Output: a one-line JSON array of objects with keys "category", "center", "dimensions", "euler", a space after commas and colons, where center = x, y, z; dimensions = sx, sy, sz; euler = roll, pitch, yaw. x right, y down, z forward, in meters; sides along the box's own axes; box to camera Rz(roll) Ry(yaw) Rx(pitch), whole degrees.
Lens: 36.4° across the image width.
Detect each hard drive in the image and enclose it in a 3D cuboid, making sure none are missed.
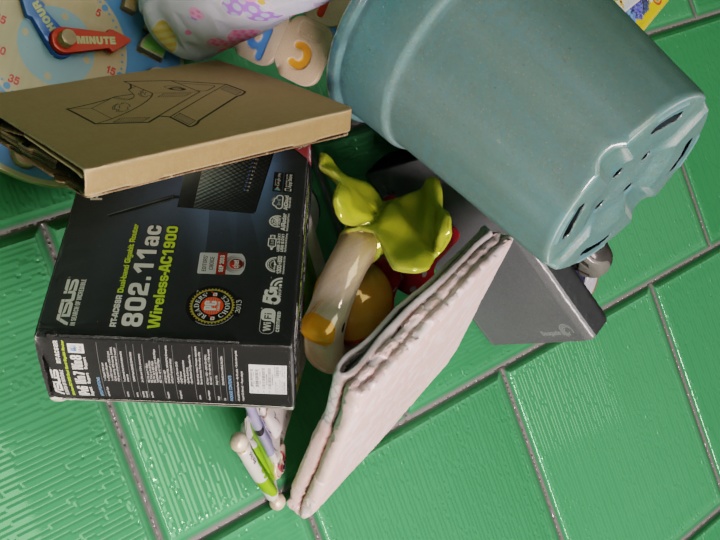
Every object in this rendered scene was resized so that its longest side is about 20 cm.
[{"category": "hard drive", "center": [0.105, -0.022, 0.927], "dimensions": [0.033, 0.139, 0.201], "euler": [-46, 108, -26]}]

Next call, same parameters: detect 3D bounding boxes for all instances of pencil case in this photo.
[{"category": "pencil case", "center": [-0.070, -0.208, 0.759], "dimensions": [0.090, 0.199, 0.084], "euler": [-17, 95, -44]}]

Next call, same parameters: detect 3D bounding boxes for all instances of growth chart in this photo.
[{"category": "growth chart", "center": [-0.056, 0.062, 0.814], "dimensions": [0.145, 0.018, 0.202], "euler": [67, 34, -62]}]

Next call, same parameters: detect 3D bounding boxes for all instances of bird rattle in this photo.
[{"category": "bird rattle", "center": [0.000, 0.000, 0.841], "dimensions": [0.112, 0.200, 0.164], "euler": [27, 77, 7]}]

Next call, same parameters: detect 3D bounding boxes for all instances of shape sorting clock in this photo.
[{"category": "shape sorting clock", "center": [-0.214, -0.159, 0.777], "dimensions": [0.198, 0.039, 0.203], "euler": [10, 74, -36]}]

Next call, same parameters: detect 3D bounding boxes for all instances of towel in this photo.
[{"category": "towel", "center": [0.027, 0.076, 0.829], "dimensions": [0.032, 0.192, 0.200], "euler": [37, 52, 14]}]

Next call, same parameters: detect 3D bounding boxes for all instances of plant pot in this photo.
[{"category": "plant pot", "center": [0.114, -0.121, 0.743], "dimensions": [0.199, 0.201, 0.196], "euler": [-26, 62, -38]}]

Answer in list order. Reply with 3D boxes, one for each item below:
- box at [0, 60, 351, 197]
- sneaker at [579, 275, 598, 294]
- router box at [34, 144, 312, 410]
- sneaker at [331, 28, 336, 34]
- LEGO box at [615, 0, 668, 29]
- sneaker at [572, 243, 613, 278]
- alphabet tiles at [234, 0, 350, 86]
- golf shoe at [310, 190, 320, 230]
[{"category": "box", "center": [-0.131, -0.101, 0.719], "dimensions": [0.199, 0.163, 0.022], "euler": [-19, 123, -37]}, {"category": "sneaker", "center": [0.158, -0.066, 1.023], "dimensions": [0.108, 0.070, 0.203], "euler": [6, 71, -40]}, {"category": "router box", "center": [-0.109, -0.010, 0.699], "dimensions": [0.148, 0.063, 0.202], "euler": [1, 46, 0]}, {"category": "sneaker", "center": [0.033, -0.148, 0.939], "dimensions": [0.201, 0.073, 0.082], "euler": [57, 37, -1]}, {"category": "LEGO box", "center": [0.246, -0.316, 1.143], "dimensions": [0.150, 0.077, 0.200], "euler": [53, 54, -15]}, {"category": "sneaker", "center": [0.166, -0.088, 0.920], "dimensions": [0.079, 0.076, 0.201], "euler": [-25, 66, -3]}, {"category": "alphabet tiles", "center": [-0.045, -0.252, 0.841], "dimensions": [0.197, 0.198, 0.015], "euler": [-65, 167, 11]}, {"category": "golf shoe", "center": [-0.087, -0.008, 0.811], "dimensions": [0.200, 0.088, 0.078], "euler": [-40, 106, -37]}]
